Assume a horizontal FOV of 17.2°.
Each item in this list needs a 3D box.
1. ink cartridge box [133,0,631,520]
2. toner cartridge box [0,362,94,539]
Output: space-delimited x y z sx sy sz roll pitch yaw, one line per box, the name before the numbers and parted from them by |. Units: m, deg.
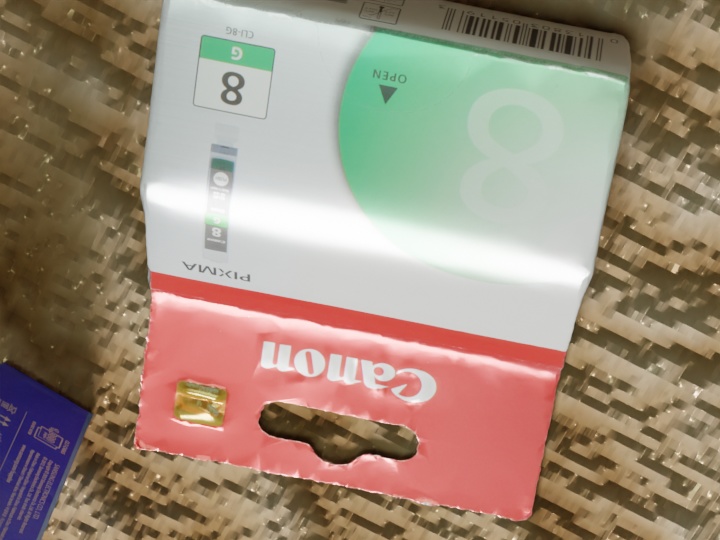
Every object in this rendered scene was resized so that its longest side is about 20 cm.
ink cartridge box | 0.000 0.000 0.842 0.159 0.050 0.202 11 114 3
toner cartridge box | -0.152 0.122 0.835 0.043 0.200 0.095 30 116 -8
